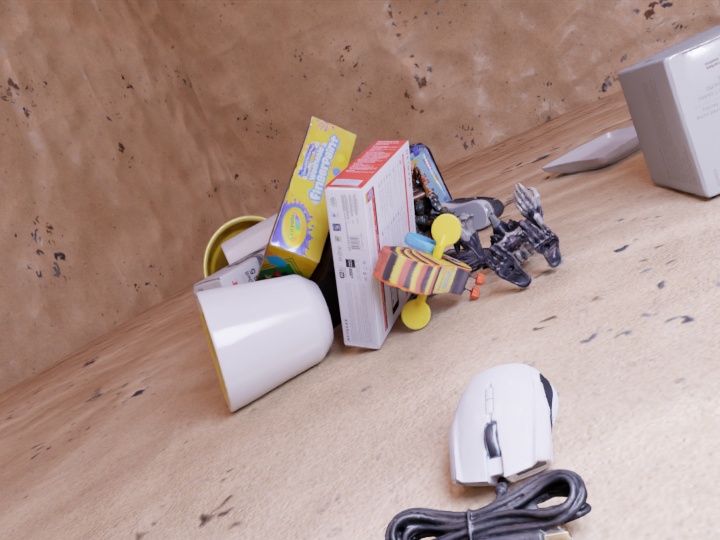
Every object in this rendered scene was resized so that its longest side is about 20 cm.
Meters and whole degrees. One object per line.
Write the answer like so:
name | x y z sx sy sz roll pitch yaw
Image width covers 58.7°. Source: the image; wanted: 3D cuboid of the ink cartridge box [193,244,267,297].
ink cartridge box | -0.147 0.044 1.028 0.083 0.149 0.199 -12 15 44

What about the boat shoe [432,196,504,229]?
boat shoe | 0.195 -0.109 1.226 0.065 0.072 0.198 -20 6 -31

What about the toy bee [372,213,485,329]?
toy bee | 0.096 -0.005 0.768 0.106 0.134 0.200 23 34 18

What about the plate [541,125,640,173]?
plate | 0.490 -0.240 1.271 0.196 0.033 0.199 -28 10 -15

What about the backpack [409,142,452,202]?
backpack | 0.093 -0.164 1.428 0.196 0.187 0.134 -25 2 13

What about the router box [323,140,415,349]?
router box | 0.022 -0.037 0.804 0.047 0.206 0.180 3 27 21

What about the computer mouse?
computer mouse | 0.085 0.105 0.407 0.107 0.045 0.200 -23 10 21

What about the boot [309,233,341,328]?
boot | -0.045 0.013 0.918 0.203 0.072 0.076 -60 31 27

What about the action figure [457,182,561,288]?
action figure | 0.187 -0.049 0.809 0.117 0.103 0.200 -34 10 8

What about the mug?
mug | -0.123 0.075 0.830 0.149 0.154 0.186 -18 14 -17

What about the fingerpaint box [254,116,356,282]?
fingerpaint box | -0.079 -0.078 0.903 0.167 0.071 0.205 126 161 -62

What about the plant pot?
plant pot | -0.229 0.008 1.360 0.197 0.205 0.189 -26 -7 -12

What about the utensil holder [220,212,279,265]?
utensil holder | -0.142 -0.021 1.201 0.196 0.174 0.170 -26 9 -9

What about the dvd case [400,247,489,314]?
dvd case | 0.093 0.016 0.958 0.196 0.016 0.148 -28 10 -18

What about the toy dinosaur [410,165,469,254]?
toy dinosaur | 0.093 -0.079 0.977 0.101 0.138 0.199 -35 -37 16

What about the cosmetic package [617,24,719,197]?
cosmetic package | 0.445 -0.208 0.792 0.163 0.170 0.200 -22 8 11
